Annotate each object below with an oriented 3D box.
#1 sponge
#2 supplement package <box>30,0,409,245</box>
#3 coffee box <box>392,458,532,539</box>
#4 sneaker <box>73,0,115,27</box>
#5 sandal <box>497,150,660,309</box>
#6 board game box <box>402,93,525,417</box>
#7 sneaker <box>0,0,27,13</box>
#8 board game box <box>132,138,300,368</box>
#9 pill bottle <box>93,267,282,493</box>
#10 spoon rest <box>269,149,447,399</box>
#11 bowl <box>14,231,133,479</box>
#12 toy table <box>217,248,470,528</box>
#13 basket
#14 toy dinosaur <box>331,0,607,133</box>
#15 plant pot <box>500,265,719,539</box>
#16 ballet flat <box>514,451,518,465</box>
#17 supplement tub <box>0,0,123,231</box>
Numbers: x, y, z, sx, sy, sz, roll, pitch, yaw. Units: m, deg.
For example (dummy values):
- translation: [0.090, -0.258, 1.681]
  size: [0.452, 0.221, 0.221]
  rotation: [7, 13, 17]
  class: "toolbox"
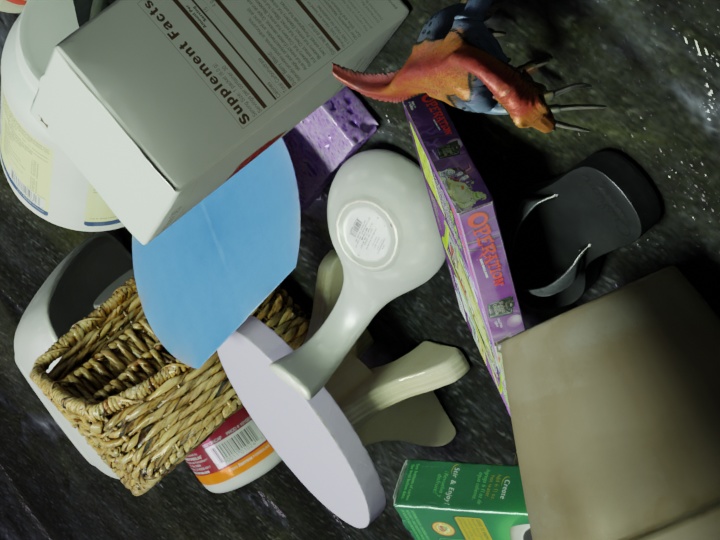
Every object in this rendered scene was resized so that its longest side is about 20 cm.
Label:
- translation: [-0.057, -0.108, 1.666]
  size: [0.112, 0.030, 0.200]
  rotation: [49, 158, 2]
  class: "sponge"
- translation: [-0.091, -0.132, 1.466]
  size: [0.120, 0.200, 0.121]
  rotation: [50, 159, 2]
  class: "supplement package"
- translation: [0.136, 0.184, 1.613]
  size: [0.200, 0.044, 0.123]
  rotation: [0, 143, 26]
  class: "coffee box"
- translation: [-0.179, -0.207, 1.640]
  size: [0.114, 0.076, 0.200]
  rotation: [-171, 67, -69]
  class: "sneaker"
- translation: [0.122, -0.022, 1.444]
  size: [0.076, 0.043, 0.200]
  rotation: [48, 158, 5]
  class: "sandal"
- translation: [0.075, -0.008, 1.512]
  size: [0.120, 0.032, 0.200]
  rotation: [-107, 0, -45]
  class: "board game box"
- translation: [-0.285, -0.242, 1.775]
  size: [0.093, 0.070, 0.200]
  rotation: [49, 177, 33]
  class: "sneaker"
- translation: [-0.094, -0.029, 1.685]
  size: [0.200, 0.039, 0.158]
  rotation: [-46, 55, 37]
  class: "board game box"
- translation: [-0.142, 0.086, 2.025]
  size: [0.200, 0.113, 0.113]
  rotation: [56, 157, -13]
  class: "pill bottle"
- translation: [0.000, 0.000, 1.634]
  size: [0.099, 0.061, 0.200]
  rotation: [39, 124, 14]
  class: "spoon rest"
- translation: [-0.230, 0.084, 2.080]
  size: [0.075, 0.200, 0.200]
  rotation: [-27, 106, 23]
  class: "bowl"
- translation: [-0.011, 0.087, 1.772]
  size: [0.184, 0.117, 0.200]
  rotation: [23, 147, 47]
  class: "toy table"
- translation: [-0.153, 0.065, 1.885]
  size: [0.149, 0.200, 0.143]
  rotation: [50, 166, 1]
  class: "basket"
- translation: [0.062, -0.102, 1.283]
  size: [0.105, 0.200, 0.181]
  rotation: [62, -159, -4]
  class: "toy dinosaur"
- translation: [0.170, 0.099, 1.387]
  size: [0.174, 0.200, 0.200]
  rotation: [65, 158, 5]
  class: "plant pot"
- translation: [0.134, 0.144, 1.655]
  size: [0.069, 0.069, 0.200]
  rotation: [39, 156, 26]
  class: "ballet flat"
- translation: [-0.199, -0.130, 1.747]
  size: [0.145, 0.145, 0.200]
  rotation: [46, 157, 11]
  class: "supplement tub"
